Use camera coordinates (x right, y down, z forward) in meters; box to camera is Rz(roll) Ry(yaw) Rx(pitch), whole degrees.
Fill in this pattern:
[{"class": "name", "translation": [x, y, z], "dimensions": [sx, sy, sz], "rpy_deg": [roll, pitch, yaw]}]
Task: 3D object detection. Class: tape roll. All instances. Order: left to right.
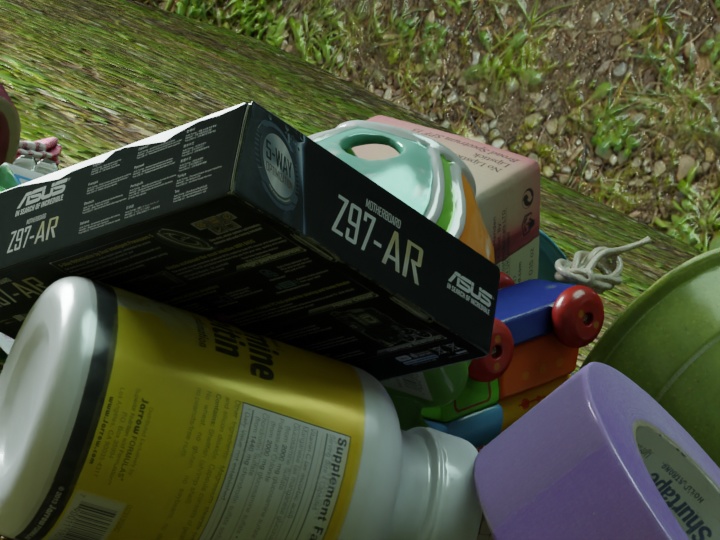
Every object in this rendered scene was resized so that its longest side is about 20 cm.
[{"class": "tape roll", "translation": [0.135, 0.137, 1.001], "dimensions": [0.200, 0.066, 0.200], "rpy_deg": [47, 15, -16]}]

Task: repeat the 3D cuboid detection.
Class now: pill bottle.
[{"class": "pill bottle", "translation": [-0.053, 0.083, 0.999], "dimensions": [0.199, 0.113, 0.112], "rpy_deg": [19, 9, -20]}]

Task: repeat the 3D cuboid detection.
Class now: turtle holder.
[{"class": "turtle holder", "translation": [-0.015, -0.002, 1.197], "dimensions": [0.185, 0.132, 0.141], "rpy_deg": [2, -30, 45]}]

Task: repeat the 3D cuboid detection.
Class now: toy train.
[{"class": "toy train", "translation": [0.102, 0.060, 1.315], "dimensions": [0.199, 0.117, 0.084], "rpy_deg": [-17, 18, -38]}]

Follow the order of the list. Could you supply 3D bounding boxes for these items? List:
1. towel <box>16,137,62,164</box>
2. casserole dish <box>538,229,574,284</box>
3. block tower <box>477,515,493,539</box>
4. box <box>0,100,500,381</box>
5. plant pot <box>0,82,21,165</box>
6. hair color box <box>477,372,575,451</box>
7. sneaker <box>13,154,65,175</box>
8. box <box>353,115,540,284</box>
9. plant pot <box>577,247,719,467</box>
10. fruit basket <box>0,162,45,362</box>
[{"class": "towel", "translation": [-0.310, -0.089, 1.583], "dimensions": [0.145, 0.030, 0.200], "rpy_deg": [8, 1, 26]}, {"class": "casserole dish", "translation": [0.060, 0.011, 1.532], "dimensions": [0.121, 0.039, 0.200], "rpy_deg": [47, -28, -17]}, {"class": "block tower", "translation": [0.076, 0.135, 1.202], "dimensions": [0.058, 0.054, 0.199], "rpy_deg": [30, 12, 39]}, {"class": "box", "translation": [-0.065, 0.005, 1.027], "dimensions": [0.199, 0.044, 0.160], "rpy_deg": [-16, -36, 42]}, {"class": "plant pot", "translation": [-0.297, -0.105, 1.352], "dimensions": [0.179, 0.201, 0.200], "rpy_deg": [42, 16, 22]}, {"class": "hair color box", "translation": [0.085, 0.091, 1.472], "dimensions": [0.199, 0.061, 0.100], "rpy_deg": [14, 11, -42]}, {"class": "sneaker", "translation": [-0.181, -0.009, 1.389], "dimensions": [0.199, 0.091, 0.078], "rpy_deg": [5, -37, 30]}, {"class": "box", "translation": [0.000, 0.000, 1.375], "dimensions": [0.127, 0.110, 0.200], "rpy_deg": [18, 31, 32]}, {"class": "plant pot", "translation": [0.246, 0.118, 1.374], "dimensions": [0.199, 0.201, 0.190], "rpy_deg": [13, 24, -44]}, {"class": "fruit basket", "translation": [-0.134, 0.029, 1.198], "dimensions": [0.200, 0.094, 0.185], "rpy_deg": [36, 11, 35]}]
